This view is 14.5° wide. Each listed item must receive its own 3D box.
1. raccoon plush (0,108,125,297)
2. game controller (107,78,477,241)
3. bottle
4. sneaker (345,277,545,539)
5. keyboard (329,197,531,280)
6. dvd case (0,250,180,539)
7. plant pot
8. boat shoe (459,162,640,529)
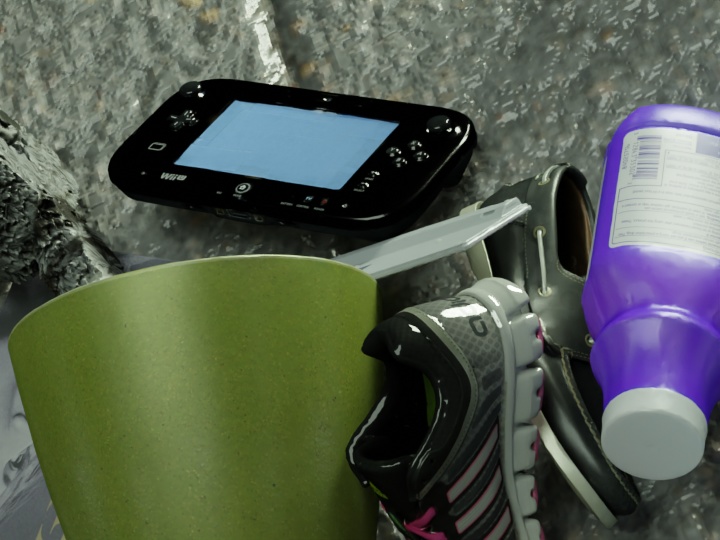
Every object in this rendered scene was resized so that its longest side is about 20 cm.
[{"bbox_3d":[-0.220,-0.002,1.542,0.134,0.097,0.200,-47,42,12],"label":"raccoon plush"},{"bbox_3d":[-0.038,-0.061,1.506,0.199,0.042,0.104,9,33,33],"label":"game controller"},{"bbox_3d":[0.146,0.009,1.326,0.083,0.066,0.201,10,46,2],"label":"bottle"},{"bbox_3d":[0.034,0.105,1.307,0.074,0.087,0.202,12,103,59],"label":"sneaker"},{"bbox_3d":[0.000,0.000,1.419,0.199,0.011,0.056,-18,15,46],"label":"keyboard"},{"bbox_3d":[-0.156,0.080,1.517,0.148,0.016,0.201,8,66,32],"label":"dvd case"},{"bbox_3d":[-0.066,0.119,1.358,0.186,0.187,0.201,-16,71,20],"label":"plant pot"},{"bbox_3d":[0.103,0.032,1.368,0.067,0.072,0.201,-26,50,13],"label":"boat shoe"}]
